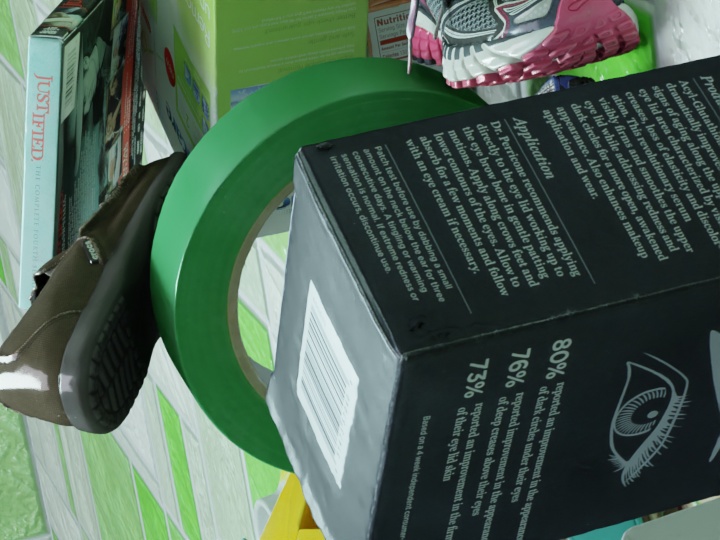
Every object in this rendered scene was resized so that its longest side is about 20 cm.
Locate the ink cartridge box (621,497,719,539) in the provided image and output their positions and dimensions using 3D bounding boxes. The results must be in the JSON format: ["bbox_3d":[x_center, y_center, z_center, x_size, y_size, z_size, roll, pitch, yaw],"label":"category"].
[{"bbox_3d":[0.167,0.165,0.916,0.083,0.146,0.201,-124,23,-46],"label":"ink cartridge box"}]

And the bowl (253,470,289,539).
[{"bbox_3d":[-0.003,0.164,1.608,0.200,0.107,0.202,165,90,-75],"label":"bowl"}]

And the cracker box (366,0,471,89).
[{"bbox_3d":[0.018,-0.061,1.411,0.134,0.057,0.202,-142,40,-66],"label":"cracker box"}]

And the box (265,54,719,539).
[{"bbox_3d":[0.077,0.018,0.985,0.149,0.199,0.105,100,150,-48],"label":"box"}]

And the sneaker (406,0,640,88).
[{"bbox_3d":[0.059,-0.125,1.158,0.200,0.080,0.075,-148,47,-69],"label":"sneaker"}]

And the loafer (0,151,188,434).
[{"bbox_3d":[-0.128,0.003,1.281,0.200,0.070,0.074,-64,-31,-56],"label":"loafer"}]

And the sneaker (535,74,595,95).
[{"bbox_3d":[0.044,-0.017,1.161,0.200,0.078,0.076,-52,28,42],"label":"sneaker"}]

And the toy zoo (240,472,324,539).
[{"bbox_3d":[0.021,0.141,1.293,0.020,0.199,0.132,48,-130,-47],"label":"toy zoo"}]

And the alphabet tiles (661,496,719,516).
[{"bbox_3d":[0.150,0.055,1.141,0.200,0.007,0.168,107,145,-63],"label":"alphabet tiles"}]

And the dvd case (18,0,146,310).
[{"bbox_3d":[-0.142,-0.082,1.377,0.200,0.022,0.147,-71,-13,-66],"label":"dvd case"}]

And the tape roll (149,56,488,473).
[{"bbox_3d":[0.000,0.000,1.258,0.048,0.199,0.202,-129,28,-59],"label":"tape roll"}]

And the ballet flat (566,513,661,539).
[{"bbox_3d":[0.131,0.154,1.212,0.062,0.067,0.202,7,-112,-73],"label":"ballet flat"}]

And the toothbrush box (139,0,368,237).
[{"bbox_3d":[-0.057,-0.138,1.344,0.201,0.085,0.146,91,160,-44],"label":"toothbrush box"}]
